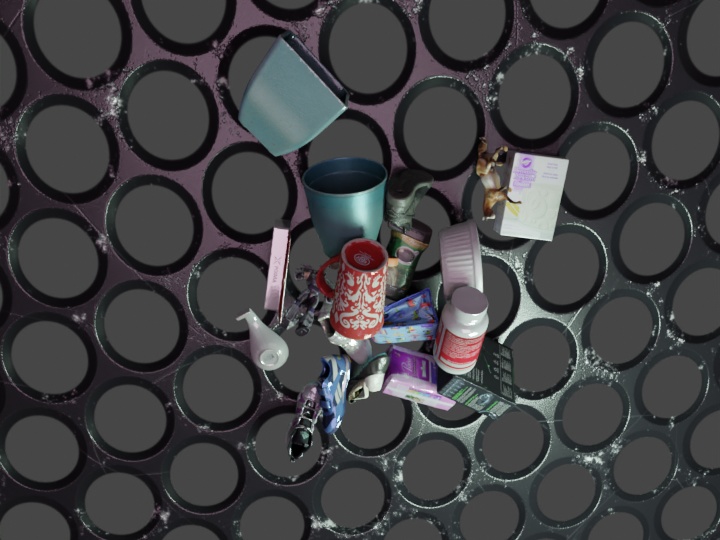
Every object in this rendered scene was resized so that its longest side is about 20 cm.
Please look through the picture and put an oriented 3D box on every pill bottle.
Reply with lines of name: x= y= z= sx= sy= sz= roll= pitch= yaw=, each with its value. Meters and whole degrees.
pill bottle: x=0.236 y=0.138 z=1.447 sx=0.108 sy=0.114 sz=0.204 roll=0 pitch=135 yaw=-6

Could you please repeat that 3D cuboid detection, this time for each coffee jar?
coffee jar: x=0.100 y=-0.032 z=1.536 sx=0.102 sy=0.086 sz=0.205 roll=21 pitch=104 yaw=-9

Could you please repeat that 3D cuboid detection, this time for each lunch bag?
lunch bag: x=0.097 y=0.136 z=1.551 sx=0.194 sy=0.151 sz=0.097 roll=-17 pitch=68 yaw=5

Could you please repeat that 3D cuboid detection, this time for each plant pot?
plant pot: x=-0.031 y=-0.136 z=1.446 sx=0.193 sy=0.202 sz=0.193 roll=-7 pitch=123 yaw=-4
plant pot: x=-0.158 y=-0.371 z=1.359 sx=0.195 sy=0.198 sz=0.200 roll=42 pitch=108 yaw=-16

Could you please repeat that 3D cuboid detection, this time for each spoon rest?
spoon rest: x=-0.253 y=0.173 z=1.579 sx=0.097 sy=0.061 sz=0.203 roll=-24 pitch=121 yaw=2

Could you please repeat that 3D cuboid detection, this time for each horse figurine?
horse figurine: x=0.320 y=-0.225 z=1.498 sx=0.049 sy=0.132 sz=0.205 roll=-23 pitch=100 yaw=-19

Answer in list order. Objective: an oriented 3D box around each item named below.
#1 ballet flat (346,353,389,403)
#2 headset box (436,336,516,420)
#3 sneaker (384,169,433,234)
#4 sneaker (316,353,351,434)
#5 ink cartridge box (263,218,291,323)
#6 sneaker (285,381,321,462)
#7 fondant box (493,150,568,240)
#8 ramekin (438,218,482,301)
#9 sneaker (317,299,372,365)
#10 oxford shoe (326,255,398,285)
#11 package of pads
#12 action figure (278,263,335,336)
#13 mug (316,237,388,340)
ballet flat: x=0.020 y=0.284 z=1.587 sx=0.066 sy=0.070 sz=0.200 roll=1 pitch=148 yaw=-36
headset box: x=0.290 y=0.254 z=1.587 sx=0.196 sy=0.177 sz=0.093 roll=25 pitch=133 yaw=-14
sneaker: x=0.110 y=-0.164 z=1.468 sx=0.075 sy=0.200 sz=0.117 roll=23 pitch=128 yaw=14
sneaker: x=-0.081 y=0.313 z=1.593 sx=0.080 sy=0.073 sz=0.207 roll=13 pitch=77 yaw=-32
ink cartridge box: x=-0.196 y=-0.003 z=1.463 sx=0.043 sy=0.177 sz=0.206 roll=7 pitch=106 yaw=-8
sneaker: x=-0.141 y=0.402 z=1.607 sx=0.075 sy=0.140 sz=0.205 roll=16 pitch=105 yaw=-10
fondant box: x=0.422 y=-0.186 z=1.543 sx=0.139 sy=0.058 sz=0.207 roll=5 pitch=105 yaw=-8
ramekin: x=0.240 y=-0.018 z=1.506 sx=0.091 sy=0.203 sz=0.209 roll=-4 pitch=108 yaw=6
sneaker: x=-0.045 y=0.171 z=1.569 sx=0.074 sy=0.100 sz=0.202 roll=-28 pitch=106 yaw=31
oxford shoe: x=0.000 y=0.000 z=1.500 sx=0.195 sy=0.071 sz=0.076 roll=4 pitch=97 yaw=33
package of pads: x=0.154 y=0.277 z=1.614 sx=0.194 sy=0.123 sz=0.077 roll=17 pitch=133 yaw=-12
action figure: x=-0.120 y=0.062 z=1.505 sx=0.128 sy=0.203 sz=0.070 roll=29 pitch=144 yaw=-5
mug: x=-0.020 y=0.037 z=1.399 sx=0.172 sy=0.136 sz=0.204 roll=8 pitch=134 yaw=0
